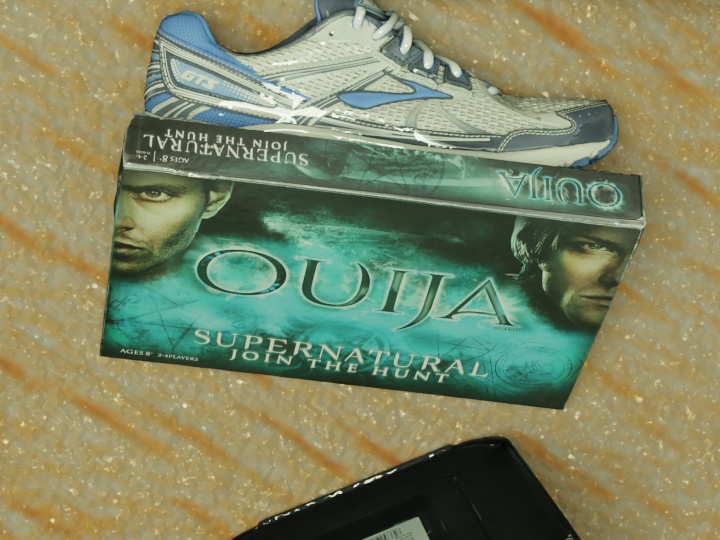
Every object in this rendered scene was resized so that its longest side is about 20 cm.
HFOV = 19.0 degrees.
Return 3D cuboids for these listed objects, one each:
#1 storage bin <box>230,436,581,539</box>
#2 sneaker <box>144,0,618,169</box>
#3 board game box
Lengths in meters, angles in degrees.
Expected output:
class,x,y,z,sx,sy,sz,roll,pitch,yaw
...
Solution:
class,x,y,z,sx,sy,sz,roll,pitch,yaw
storage bin,0.023,0.147,0.833,0.135,0.200,0.094,-22,101,-2
sneaker,0.008,-0.073,0.865,0.199,0.077,0.086,0,92,-8
board game box,0.000,0.000,0.852,0.199,0.136,0.028,6,55,-6
